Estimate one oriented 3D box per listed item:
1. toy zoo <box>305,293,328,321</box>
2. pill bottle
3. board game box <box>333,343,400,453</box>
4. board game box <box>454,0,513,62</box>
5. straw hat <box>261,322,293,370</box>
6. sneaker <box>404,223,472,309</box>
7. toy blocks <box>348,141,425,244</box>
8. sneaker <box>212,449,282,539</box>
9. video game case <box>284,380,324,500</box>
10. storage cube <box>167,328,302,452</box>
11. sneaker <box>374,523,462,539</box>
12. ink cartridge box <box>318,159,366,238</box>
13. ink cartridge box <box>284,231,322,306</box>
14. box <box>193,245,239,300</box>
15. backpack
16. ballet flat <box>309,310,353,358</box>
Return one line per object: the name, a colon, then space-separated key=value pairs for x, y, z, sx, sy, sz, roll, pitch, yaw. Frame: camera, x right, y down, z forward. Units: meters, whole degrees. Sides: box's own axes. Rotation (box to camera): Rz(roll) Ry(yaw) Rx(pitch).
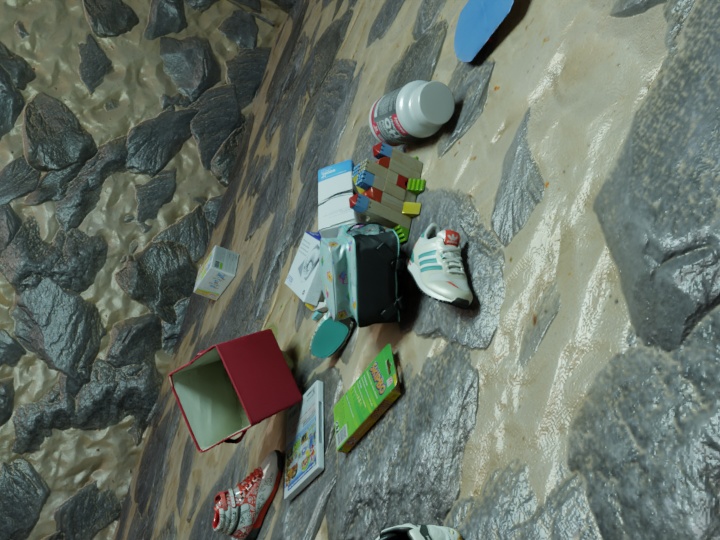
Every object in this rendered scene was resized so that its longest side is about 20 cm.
toy zoo: x=-0.081 y=0.022 z=1.489 sx=0.131 sy=0.020 sz=0.202 roll=-2 pitch=68 yaw=65
pill bottle: x=0.105 y=-0.320 z=1.266 sx=0.200 sy=0.110 sz=0.112 roll=4 pitch=74 yaw=66
board game box: x=0.012 y=0.227 z=1.106 sx=0.201 sy=0.030 sz=0.096 roll=-56 pitch=27 yaw=32
board game box: x=0.251 y=-0.489 z=1.191 sx=0.200 sy=0.039 sz=0.160 roll=-49 pitch=35 yaw=48
straw hat: x=-0.207 y=0.228 z=1.505 sx=0.201 sy=0.084 sz=0.203 roll=-46 pitch=31 yaw=39
sneaker: x=0.131 y=-0.015 z=0.996 sx=0.200 sy=0.070 sz=0.094 roll=-120 pitch=50 yaw=-65
toy blocks: x=0.043 y=-0.168 z=1.237 sx=0.100 sy=0.136 sz=0.202 roll=-23 pitch=49 yaw=58
sneaker: x=-0.248 y=0.478 z=1.350 sx=0.067 sy=0.107 sz=0.203 roll=17 pitch=86 yaw=66
video game case: x=-0.116 y=0.348 z=1.290 sx=0.143 sy=0.018 sz=0.201 roll=-50 pitch=29 yaw=35
storage cube: x=-0.262 y=0.252 z=1.324 sx=0.170 sy=0.179 sz=0.202 roll=-32 pitch=81 yaw=29
sneaker: x=0.048 y=0.369 z=0.832 sx=0.200 sy=0.087 sz=0.076 roll=-42 pitch=36 yaw=48
ink cartridge box: x=-0.028 y=-0.110 z=1.315 sx=0.083 sy=0.145 sz=0.201 roll=-15 pitch=43 yaw=11
ink cartridge box: x=-0.113 y=-0.033 z=1.526 sx=0.202 sy=0.040 sz=0.199 roll=-67 pitch=23 yaw=3
box: x=-0.565 y=0.012 z=2.443 sx=0.200 sy=0.101 sz=0.113 roll=-45 pitch=33 yaw=43
backpack: x=0.000 y=0.000 z=1.142 sx=0.200 sy=0.151 sz=0.178 roll=-99 pitch=3 yaw=-75
ballet flat: x=-0.037 y=0.094 z=1.298 sx=0.201 sy=0.071 sz=0.072 roll=-60 pitch=25 yaw=14
